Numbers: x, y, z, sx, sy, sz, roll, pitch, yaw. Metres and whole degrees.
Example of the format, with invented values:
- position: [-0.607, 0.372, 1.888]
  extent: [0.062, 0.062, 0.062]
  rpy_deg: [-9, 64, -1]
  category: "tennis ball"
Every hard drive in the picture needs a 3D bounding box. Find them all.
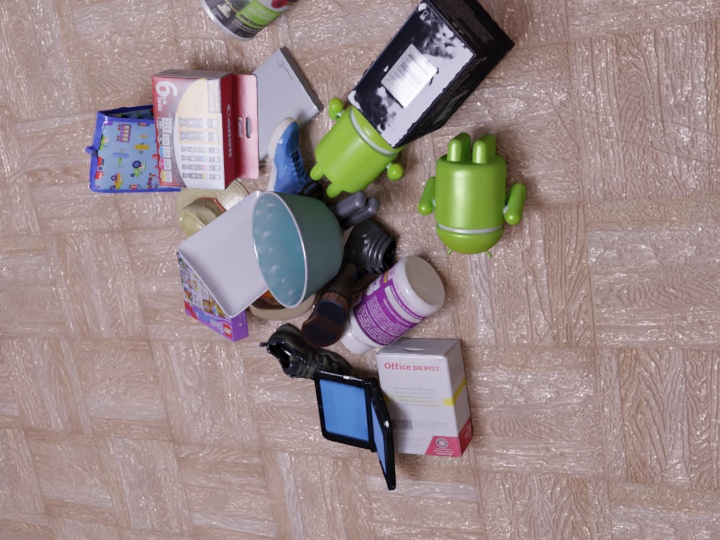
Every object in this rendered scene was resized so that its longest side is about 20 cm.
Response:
- position: [-0.175, -0.297, 1.583]
  extent: [0.199, 0.027, 0.133]
  rpy_deg: [-33, 91, 31]
  category: "hard drive"

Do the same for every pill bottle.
- position: [0.049, 0.069, 1.546]
  extent: [0.199, 0.112, 0.113]
  rpy_deg: [-39, 89, 34]
  category: "pill bottle"

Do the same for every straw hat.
- position: [-0.308, -0.096, 1.688]
  extent: [0.198, 0.085, 0.205]
  rpy_deg: [9, 111, 24]
  category: "straw hat"

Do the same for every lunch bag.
- position: [-0.429, -0.227, 1.628]
  extent: [0.094, 0.198, 0.153]
  rpy_deg: [35, 121, 30]
  category: "lunch bag"

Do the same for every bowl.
- position: [-0.100, -0.047, 1.485]
  extent: [0.200, 0.104, 0.204]
  rpy_deg: [35, 133, 49]
  category: "bowl"

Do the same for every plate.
- position: [-0.213, -0.030, 1.602]
  extent: [0.200, 0.199, 0.032]
  rpy_deg: [47, 166, 27]
  category: "plate"

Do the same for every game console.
- position: [-0.010, 0.305, 1.627]
  extent: [0.114, 0.177, 0.202]
  rpy_deg: [-12, 130, -8]
  category: "game console"

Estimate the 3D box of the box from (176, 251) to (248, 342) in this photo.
- position: [-0.296, 0.046, 1.711]
  extent: [0.199, 0.039, 0.139]
  rpy_deg: [22, 123, 47]
  category: "box"

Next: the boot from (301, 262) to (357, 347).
- position: [-0.050, 0.067, 1.560]
  extent: [0.074, 0.098, 0.200]
  rpy_deg: [28, 149, -5]
  category: "boot"

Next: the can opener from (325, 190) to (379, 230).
- position: [-0.031, -0.110, 1.513]
  extent: [0.053, 0.068, 0.199]
  rpy_deg: [21, 158, -24]
  category: "can opener"

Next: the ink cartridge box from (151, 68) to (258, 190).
- position: [-0.280, -0.257, 1.562]
  extent: [0.172, 0.084, 0.204]
  rpy_deg: [3, 111, 8]
  category: "ink cartridge box"

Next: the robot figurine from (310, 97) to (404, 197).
- position: [0.001, -0.215, 1.469]
  extent: [0.176, 0.116, 0.200]
  rpy_deg: [46, 122, -1]
  category: "robot figurine"

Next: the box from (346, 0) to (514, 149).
- position: [0.112, -0.311, 1.328]
  extent: [0.118, 0.200, 0.197]
  rpy_deg: [47, 122, 5]
  category: "box"

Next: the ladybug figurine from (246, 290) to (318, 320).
- position: [-0.158, 0.026, 1.662]
  extent: [0.197, 0.072, 0.138]
  rpy_deg: [3, 109, 27]
  category: "ladybug figurine"

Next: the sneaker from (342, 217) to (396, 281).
- position: [0.000, 0.000, 1.571]
  extent: [0.098, 0.070, 0.202]
  rpy_deg: [31, 115, 19]
  category: "sneaker"

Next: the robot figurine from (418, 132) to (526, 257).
- position: [0.180, -0.119, 1.402]
  extent: [0.172, 0.116, 0.204]
  rpy_deg: [6, 111, 20]
  category: "robot figurine"

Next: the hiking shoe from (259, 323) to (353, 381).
- position: [-0.106, 0.191, 1.677]
  extent: [0.198, 0.101, 0.077]
  rpy_deg: [32, 120, 14]
  category: "hiking shoe"

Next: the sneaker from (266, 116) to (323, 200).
- position: [-0.110, -0.174, 1.550]
  extent: [0.110, 0.077, 0.202]
  rpy_deg: [30, 133, 18]
  category: "sneaker"

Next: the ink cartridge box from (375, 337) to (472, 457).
- position: [0.121, 0.232, 1.585]
  extent: [0.143, 0.083, 0.204]
  rpy_deg: [0, 108, 28]
  category: "ink cartridge box"

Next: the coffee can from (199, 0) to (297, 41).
- position: [-0.160, -0.502, 1.432]
  extent: [0.198, 0.146, 0.148]
  rpy_deg: [-28, 94, 32]
  category: "coffee can"
